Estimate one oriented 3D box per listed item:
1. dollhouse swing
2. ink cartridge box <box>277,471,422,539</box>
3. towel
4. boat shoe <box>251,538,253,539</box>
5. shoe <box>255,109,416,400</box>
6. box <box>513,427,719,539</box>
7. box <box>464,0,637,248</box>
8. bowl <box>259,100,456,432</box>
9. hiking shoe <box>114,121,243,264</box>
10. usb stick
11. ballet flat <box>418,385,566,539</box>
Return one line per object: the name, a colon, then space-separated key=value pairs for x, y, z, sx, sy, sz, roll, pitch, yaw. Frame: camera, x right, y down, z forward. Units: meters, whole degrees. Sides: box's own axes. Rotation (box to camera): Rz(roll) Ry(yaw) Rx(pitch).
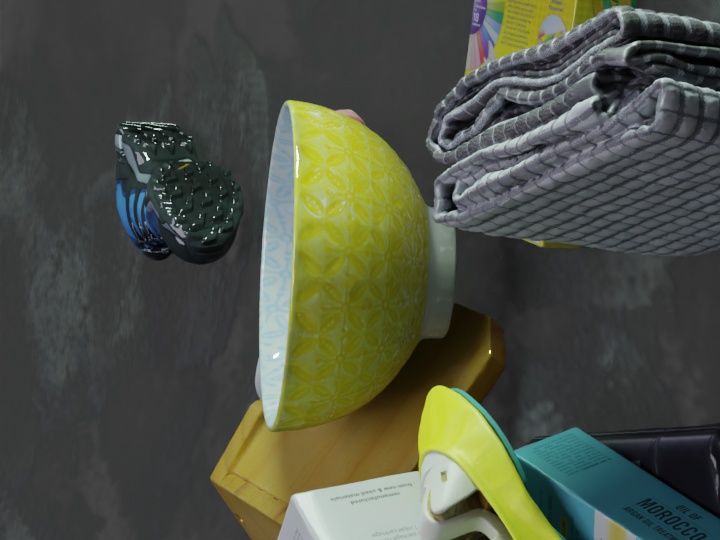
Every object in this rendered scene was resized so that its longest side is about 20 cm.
dollhouse swing: x=0.033 y=0.138 z=1.570 sx=0.200 sy=0.176 sz=0.182 roll=20 pitch=148 yaw=58
ink cartridge box: x=0.023 y=0.235 z=1.347 sx=0.200 sy=0.087 sz=0.146 roll=58 pitch=143 yaw=38
towel: x=0.149 y=-0.073 z=1.248 sx=0.200 sy=0.165 sz=0.086 roll=-27 pitch=60 yaw=57
boat shoe: x=-0.058 y=0.235 z=1.697 sx=0.072 sy=0.060 sz=0.203 roll=-5 pitch=84 yaw=60
shoe: x=-0.029 y=-0.007 z=1.653 sx=0.091 sy=0.071 sz=0.201 roll=55 pitch=129 yaw=48
box: x=0.156 y=0.163 z=1.297 sx=0.200 sy=0.049 sz=0.083 roll=32 pitch=131 yaw=50
box: x=0.108 y=-0.123 z=1.439 sx=0.117 sy=0.048 sz=0.202 roll=26 pitch=113 yaw=59
bowl: x=0.000 y=0.000 z=1.502 sx=0.200 sy=0.107 sz=0.202 roll=-177 pitch=90 yaw=-82
hiking shoe: x=-0.136 y=-0.042 z=1.851 sx=0.200 sy=0.074 sz=0.087 roll=-124 pitch=37 yaw=-59
usb stick: x=0.152 y=0.116 z=1.364 sx=0.200 sy=0.032 sz=0.056 roll=-11 pitch=89 yaw=60
ballet flat: x=0.071 y=0.144 z=1.312 sx=0.200 sy=0.067 sz=0.067 roll=54 pitch=150 yaw=30
